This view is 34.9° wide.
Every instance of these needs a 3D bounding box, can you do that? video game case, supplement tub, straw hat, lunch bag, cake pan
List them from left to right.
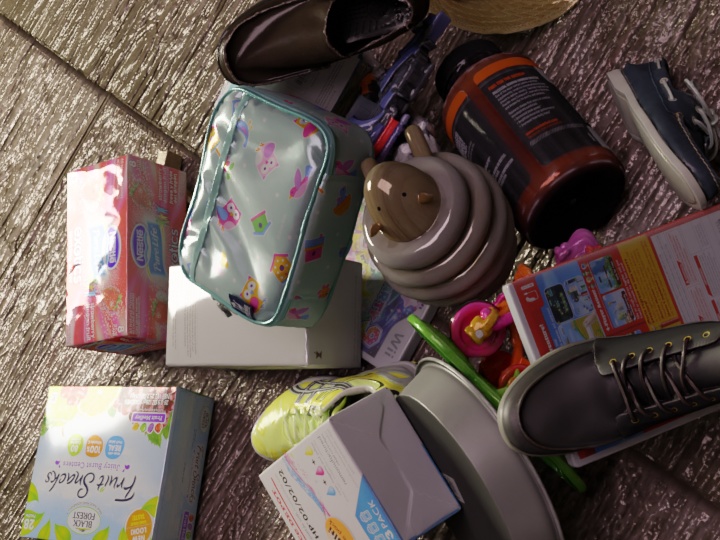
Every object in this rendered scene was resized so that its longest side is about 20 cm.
[{"bbox_3d":[-0.084,-0.054,1.017,0.160,0.077,0.202,29,107,33],"label":"lunch bag"},{"bbox_3d":[0.000,0.000,1.138,0.199,0.018,0.144,30,92,39],"label":"video game case"},{"bbox_3d":[0.088,0.165,0.906,0.037,0.201,0.200,-29,51,-16],"label":"cake pan"},{"bbox_3d":[0.134,-0.328,1.114,0.201,0.201,0.085,-50,9,10],"label":"straw hat"},{"bbox_3d":[0.142,-0.122,1.023,0.107,0.107,0.201,-42,53,16],"label":"supplement tub"},{"bbox_3d":[0.222,0.045,0.860,0.198,0.017,0.144,-20,85,-11],"label":"video game case"}]

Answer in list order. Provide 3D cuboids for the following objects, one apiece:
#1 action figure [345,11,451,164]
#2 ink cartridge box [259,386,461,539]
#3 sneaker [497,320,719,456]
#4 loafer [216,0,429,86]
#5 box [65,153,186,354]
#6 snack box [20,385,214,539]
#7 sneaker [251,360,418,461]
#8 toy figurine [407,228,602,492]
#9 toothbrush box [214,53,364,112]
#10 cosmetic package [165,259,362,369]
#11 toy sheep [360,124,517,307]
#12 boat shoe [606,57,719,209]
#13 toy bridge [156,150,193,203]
[{"bbox_3d":[0.035,-0.145,1.074,0.201,0.104,0.194,-52,33,11],"label":"action figure"},{"bbox_3d":[-0.014,0.192,0.967,0.116,0.068,0.200,58,145,10],"label":"ink cartridge box"},{"bbox_3d":[0.195,0.073,0.788,0.198,0.106,0.075,-19,85,-10],"label":"sneaker"},{"bbox_3d":[-0.037,-0.213,0.999,0.198,0.073,0.071,-21,19,10],"label":"loafer"},{"bbox_3d":[-0.257,-0.014,1.264,0.102,0.094,0.202,-10,76,33],"label":"box"},{"bbox_3d":[-0.259,0.211,1.216,0.199,0.068,0.170,-3,71,36],"label":"snack box"},{"bbox_3d":[-0.029,0.131,1.064,0.199,0.076,0.076,-24,83,29],"label":"sneaker"},{"bbox_3d":[0.167,0.042,0.918,0.184,0.200,0.150,-46,11,-2],"label":"toy figurine"},{"bbox_3d":[-0.078,-0.191,1.153,0.147,0.085,0.200,-59,16,14],"label":"toothbrush box"},{"bbox_3d":[-0.098,0.045,1.131,0.199,0.085,0.109,-2,83,39],"label":"cosmetic package"},{"bbox_3d":[0.068,-0.035,0.959,0.137,0.199,0.139,-17,60,33],"label":"toy sheep"},{"bbox_3d":[0.258,-0.119,0.936,0.061,0.075,0.200,-25,28,9],"label":"boat shoe"},{"bbox_3d":[-0.157,-0.100,1.282,0.199,0.027,0.068,5,79,37],"label":"toy bridge"}]
